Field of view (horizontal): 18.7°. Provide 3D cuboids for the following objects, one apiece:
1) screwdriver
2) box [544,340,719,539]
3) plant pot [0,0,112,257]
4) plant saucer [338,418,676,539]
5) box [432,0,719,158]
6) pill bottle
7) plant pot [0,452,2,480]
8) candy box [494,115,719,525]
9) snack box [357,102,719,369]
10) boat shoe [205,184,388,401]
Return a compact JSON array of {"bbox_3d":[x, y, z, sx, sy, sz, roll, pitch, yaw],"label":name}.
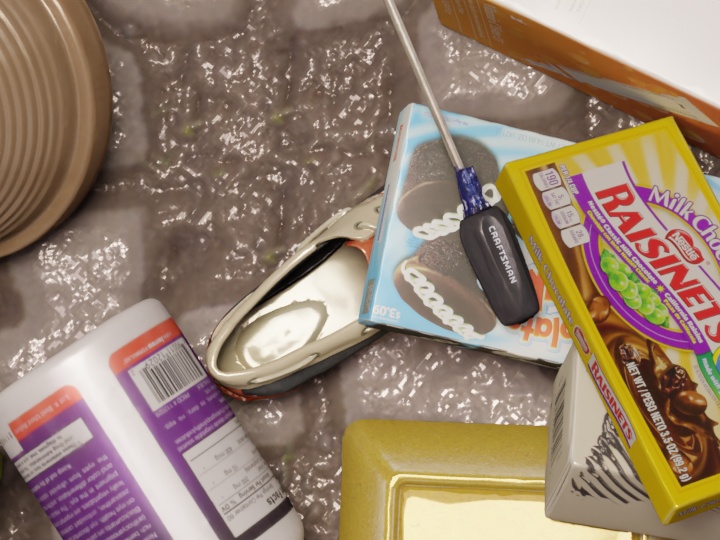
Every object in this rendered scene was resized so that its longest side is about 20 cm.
[{"bbox_3d":[0.048,-0.068,1.109,0.029,0.028,0.202,-18,93,17],"label":"screwdriver"},{"bbox_3d":[0.196,0.094,1.109,0.198,0.069,0.083,8,59,-4],"label":"box"},{"bbox_3d":[-0.240,-0.090,1.167,0.199,0.093,0.203,6,112,16],"label":"plant pot"},{"bbox_3d":[0.081,0.180,1.153,0.198,0.048,0.202,1,83,8],"label":"plant saucer"},{"bbox_3d":[0.143,-0.145,1.152,0.199,0.124,0.098,27,86,11],"label":"box"},{"bbox_3d":[-0.099,0.126,1.146,0.111,0.111,0.201,-33,90,2],"label":"pill bottle"},{"bbox_3d":[-0.289,0.131,1.151,0.188,0.200,0.202,5,82,-3],"label":"plant pot"},{"bbox_3d":[0.153,0.020,1.089,0.101,0.026,0.201,-15,65,-21],"label":"candy box"},{"bbox_3d":[0.107,-0.007,1.152,0.198,0.037,0.117,12,84,-10],"label":"snack box"},{"bbox_3d":[0.000,0.000,1.182,0.199,0.063,0.071,-37,77,0],"label":"boat shoe"}]
